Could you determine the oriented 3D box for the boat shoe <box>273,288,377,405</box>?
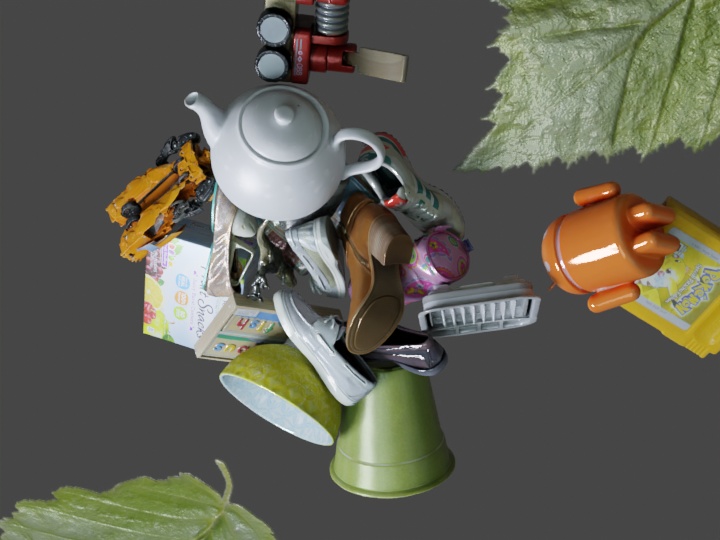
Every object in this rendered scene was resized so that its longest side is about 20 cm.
[{"bbox_3d":[-0.046,0.100,1.656,0.071,0.070,0.201,-34,94,22],"label":"boat shoe"}]

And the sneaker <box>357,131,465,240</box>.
[{"bbox_3d":[0.066,-0.097,1.588,0.070,0.094,0.200,-33,107,31],"label":"sneaker"}]

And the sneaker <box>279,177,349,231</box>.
[{"bbox_3d":[-0.123,-0.120,1.618,0.198,0.076,0.115,20,120,-1],"label":"sneaker"}]

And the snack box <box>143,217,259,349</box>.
[{"bbox_3d":[-0.250,0.027,1.778,0.167,0.068,0.201,17,126,10],"label":"snack box"}]

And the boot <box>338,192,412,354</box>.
[{"bbox_3d":[0.000,0.000,1.596,0.076,0.155,0.202,-1,116,-27],"label":"boot"}]

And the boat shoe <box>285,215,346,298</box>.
[{"bbox_3d":[-0.059,-0.016,1.648,0.064,0.075,0.202,-7,157,5],"label":"boat shoe"}]

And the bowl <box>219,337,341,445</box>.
[{"bbox_3d":[-0.102,0.168,1.724,0.199,0.108,0.200,27,159,11],"label":"bowl"}]

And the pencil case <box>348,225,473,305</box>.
[{"bbox_3d":[0.069,0.004,1.629,0.087,0.088,0.200,45,140,-13],"label":"pencil case"}]

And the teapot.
[{"bbox_3d":[-0.100,-0.170,1.495,0.198,0.199,0.146,54,158,13],"label":"teapot"}]

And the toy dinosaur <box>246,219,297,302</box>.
[{"bbox_3d":[-0.135,-0.006,1.650,0.047,0.089,0.200,15,158,12],"label":"toy dinosaur"}]

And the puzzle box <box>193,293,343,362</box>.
[{"bbox_3d":[-0.141,0.097,1.748,0.199,0.026,0.133,10,135,-35],"label":"puzzle box"}]

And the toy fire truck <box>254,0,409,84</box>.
[{"bbox_3d":[-0.033,-0.321,1.471,0.198,0.129,0.177,6,123,-1],"label":"toy fire truck"}]

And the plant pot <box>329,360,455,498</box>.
[{"bbox_3d":[0.044,0.217,1.753,0.198,0.200,0.192,2,111,16],"label":"plant pot"}]

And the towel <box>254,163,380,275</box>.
[{"bbox_3d":[-0.079,-0.092,1.680,0.146,0.022,0.200,40,124,-9],"label":"towel"}]

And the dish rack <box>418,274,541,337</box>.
[{"bbox_3d":[0.166,0.050,1.608,0.170,0.200,0.044,-7,76,4],"label":"dish rack"}]

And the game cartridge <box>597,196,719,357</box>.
[{"bbox_3d":[0.456,0.016,1.577,0.199,0.033,0.177,32,125,-2],"label":"game cartridge"}]

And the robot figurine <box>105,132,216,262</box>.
[{"bbox_3d":[-0.283,-0.110,1.671,0.199,0.146,0.058,-36,146,17],"label":"robot figurine"}]

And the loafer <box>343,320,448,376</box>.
[{"bbox_3d":[0.038,0.099,1.678,0.199,0.072,0.063,13,143,34],"label":"loafer"}]

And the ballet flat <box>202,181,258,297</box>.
[{"bbox_3d":[-0.183,-0.049,1.647,0.067,0.068,0.201,15,121,7],"label":"ballet flat"}]

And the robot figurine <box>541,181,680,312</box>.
[{"bbox_3d":[0.326,-0.032,1.520,0.199,0.117,0.144,-19,108,46],"label":"robot figurine"}]
